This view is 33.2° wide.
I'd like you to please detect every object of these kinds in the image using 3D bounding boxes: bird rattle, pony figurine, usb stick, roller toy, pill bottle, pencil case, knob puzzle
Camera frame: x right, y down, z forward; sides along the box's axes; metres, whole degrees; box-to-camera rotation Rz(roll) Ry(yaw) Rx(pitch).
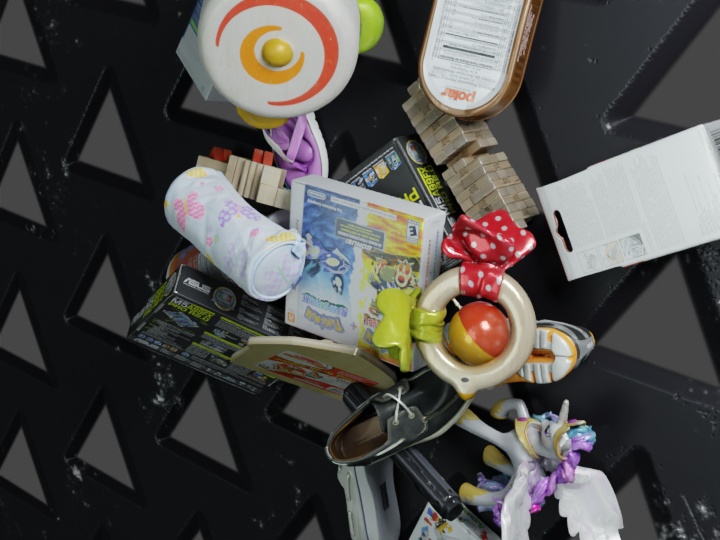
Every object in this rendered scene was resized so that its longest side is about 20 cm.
[{"bbox_3d":[0.114,0.041,1.265,0.200,0.113,0.163,-39,88,5],"label":"bird rattle"},{"bbox_3d":[0.185,0.229,1.321,0.200,0.166,0.194,0,99,57],"label":"pony figurine"},{"bbox_3d":[0.047,0.209,1.408,0.200,0.033,0.056,47,168,28],"label":"usb stick"},{"bbox_3d":[-0.092,-0.271,1.359,0.199,0.140,0.183,-30,121,22],"label":"roller toy"},{"bbox_3d":[-0.151,-0.006,1.550,0.199,0.112,0.113,-24,86,41],"label":"pill bottle"},{"bbox_3d":[-0.150,-0.047,1.431,0.200,0.083,0.091,37,99,37],"label":"pencil case"},{"bbox_3d":[-0.041,0.106,1.436,0.219,0.219,0.031,-5,62,41],"label":"knob puzzle"}]

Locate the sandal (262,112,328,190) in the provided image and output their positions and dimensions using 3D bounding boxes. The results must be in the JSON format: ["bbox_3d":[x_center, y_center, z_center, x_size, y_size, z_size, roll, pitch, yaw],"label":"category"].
[{"bbox_3d":[-0.094,-0.183,1.493,0.082,0.050,0.204,-7,98,41],"label":"sandal"}]

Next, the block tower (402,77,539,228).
[{"bbox_3d":[0.121,-0.123,1.325,0.054,0.058,0.201,-37,76,40],"label":"block tower"}]

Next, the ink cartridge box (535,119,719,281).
[{"bbox_3d":[0.282,-0.066,1.207,0.199,0.050,0.110,-19,90,43],"label":"ink cartridge box"}]

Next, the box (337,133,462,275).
[{"bbox_3d":[0.027,-0.043,1.423,0.200,0.044,0.161,-33,80,41],"label":"box"}]

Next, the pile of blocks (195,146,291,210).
[{"bbox_3d":[-0.131,-0.122,1.526,0.199,0.082,0.063,20,97,46],"label":"pile of blocks"}]

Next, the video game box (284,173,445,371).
[{"bbox_3d":[0.000,0.000,1.390,0.199,0.047,0.183,18,116,36],"label":"video game box"}]

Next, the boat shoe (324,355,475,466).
[{"bbox_3d":[0.046,0.160,1.346,0.200,0.067,0.072,-35,65,22],"label":"boat shoe"}]

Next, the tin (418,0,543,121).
[{"bbox_3d":[0.124,-0.257,1.261,0.111,0.042,0.201,18,100,27],"label":"tin"}]

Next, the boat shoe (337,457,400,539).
[{"bbox_3d":[0.004,0.258,1.524,0.065,0.072,0.201,4,113,35],"label":"boat shoe"}]

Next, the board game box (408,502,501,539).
[{"bbox_3d":[0.105,0.384,1.493,0.126,0.035,0.201,40,125,26],"label":"board game box"}]

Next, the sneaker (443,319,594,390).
[{"bbox_3d":[0.169,0.089,1.332,0.199,0.077,0.079,3,103,46],"label":"sneaker"}]

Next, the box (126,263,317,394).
[{"bbox_3d":[-0.177,0.080,1.543,0.160,0.199,0.044,-39,33,49],"label":"box"}]

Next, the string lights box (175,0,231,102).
[{"bbox_3d":[-0.152,-0.317,1.484,0.103,0.059,0.200,57,132,33],"label":"string lights box"}]
